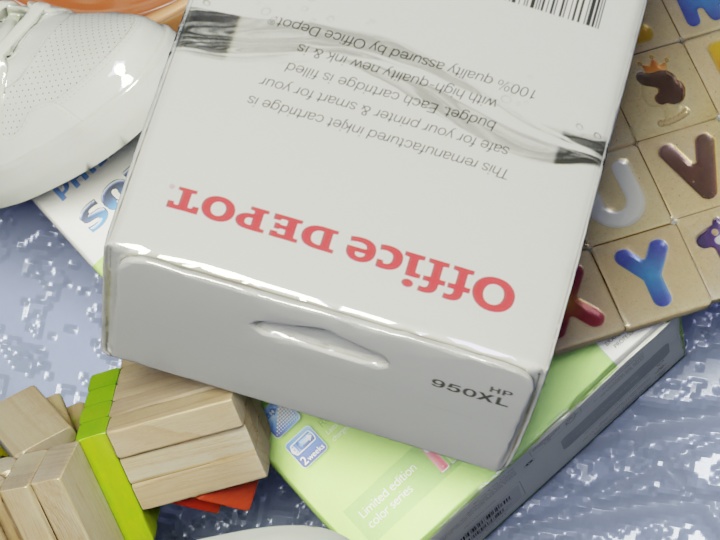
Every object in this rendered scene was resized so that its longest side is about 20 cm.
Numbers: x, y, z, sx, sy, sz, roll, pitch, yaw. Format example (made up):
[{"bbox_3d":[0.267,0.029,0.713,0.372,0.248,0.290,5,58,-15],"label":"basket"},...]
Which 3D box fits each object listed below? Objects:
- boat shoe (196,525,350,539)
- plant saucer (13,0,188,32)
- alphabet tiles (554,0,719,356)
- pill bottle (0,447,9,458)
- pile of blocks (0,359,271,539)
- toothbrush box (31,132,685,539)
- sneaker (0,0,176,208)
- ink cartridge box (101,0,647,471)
[{"bbox_3d":[-0.090,0.132,0.876,0.200,0.060,0.076,-21,113,9],"label":"boat shoe"},{"bbox_3d":[-0.090,-0.171,1.086,0.200,0.032,0.200,-10,63,21],"label":"plant saucer"},{"bbox_3d":[0.070,-0.068,0.999,0.166,0.006,0.200,-17,66,-14],"label":"alphabet tiles"},{"bbox_3d":[-0.155,0.124,1.017,0.109,0.109,0.200,-36,75,1],"label":"pill bottle"},{"bbox_3d":[-0.114,0.090,0.955,0.200,0.082,0.062,-26,115,-11],"label":"pile of blocks"},{"bbox_3d":[0.000,0.000,1.028,0.146,0.086,0.200,-43,76,-3],"label":"toothbrush box"},{"bbox_3d":[-0.158,-0.084,1.014,0.200,0.116,0.074,-10,36,43],"label":"sneaker"},{"bbox_3d":[0.010,-0.052,0.932,0.145,0.084,0.200,16,62,2],"label":"ink cartridge box"}]
